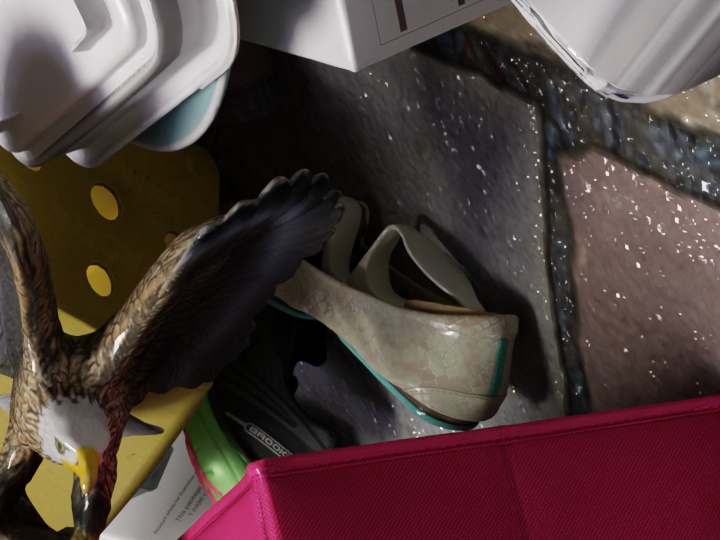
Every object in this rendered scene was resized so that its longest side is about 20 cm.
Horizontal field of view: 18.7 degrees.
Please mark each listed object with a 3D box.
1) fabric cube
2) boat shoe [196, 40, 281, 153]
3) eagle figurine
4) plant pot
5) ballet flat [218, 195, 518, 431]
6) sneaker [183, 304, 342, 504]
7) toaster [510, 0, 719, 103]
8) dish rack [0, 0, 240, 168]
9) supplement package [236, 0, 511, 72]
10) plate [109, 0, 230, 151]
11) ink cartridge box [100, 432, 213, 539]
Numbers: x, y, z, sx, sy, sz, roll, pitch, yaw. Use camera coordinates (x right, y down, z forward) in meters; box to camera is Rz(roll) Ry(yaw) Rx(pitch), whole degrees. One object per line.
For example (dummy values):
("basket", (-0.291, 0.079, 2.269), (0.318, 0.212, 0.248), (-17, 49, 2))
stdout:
("fabric cube", (0.040, 0.179, 0.829), (0.196, 0.199, 0.200), (134, 126, -63))
("boat shoe", (-0.098, -0.076, 1.044), (0.201, 0.072, 0.066), (-21, 90, 59))
("eagle figurine", (-0.103, 0.026, 0.796), (0.151, 0.151, 0.201), (29, 114, 38))
("plant pot", (-0.170, 0.008, 0.965), (0.176, 0.200, 0.201), (-31, 43, 31))
("ballet flat", (0.000, 0.000, 0.969), (0.200, 0.067, 0.063), (34, 114, 38))
("sneaker", (-0.062, 0.027, 1.077), (0.077, 0.083, 0.201), (89, 162, -62))
("toaster", (0.087, -0.137, 0.617), (0.200, 0.113, 0.129), (55, 156, 12))
("dish rack", (-0.123, -0.122, 0.762), (0.172, 0.043, 0.200), (63, 154, -1))
("supplement package", (-0.030, -0.175, 0.786), (0.200, 0.111, 0.156), (23, 133, 53))
("plate", (-0.094, -0.139, 0.770), (0.200, 0.026, 0.201), (41, 145, 38))
("ink cartridge box", (-0.108, 0.153, 1.154), (0.199, 0.084, 0.146), (9, 138, 30))
